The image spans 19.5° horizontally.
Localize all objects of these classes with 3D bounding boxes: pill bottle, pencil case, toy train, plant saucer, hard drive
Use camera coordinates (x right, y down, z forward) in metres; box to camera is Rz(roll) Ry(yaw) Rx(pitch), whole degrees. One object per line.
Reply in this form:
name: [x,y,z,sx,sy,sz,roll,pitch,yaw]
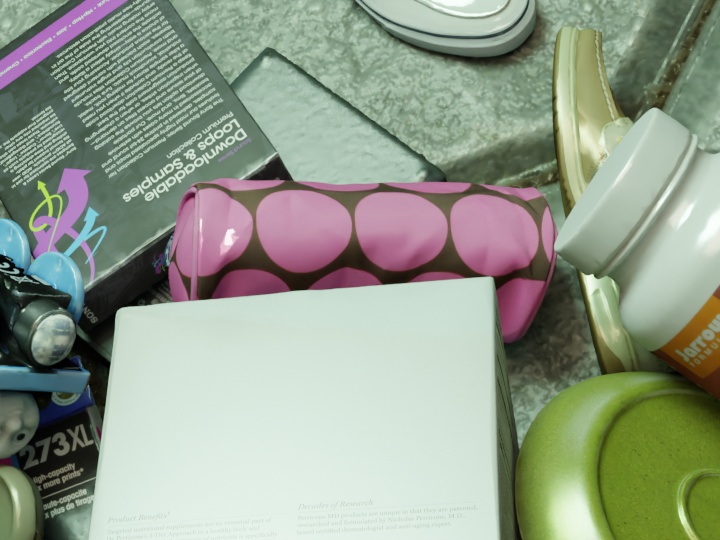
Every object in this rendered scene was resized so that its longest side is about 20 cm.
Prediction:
pill bottle: [0.197,0.013,1.003,0.200,0.112,0.112,34,74,-2]
pencil case: [0.000,0.000,1.084,0.199,0.094,0.091,1,20,-14]
toy train: [-0.222,0.026,1.105,0.200,0.087,0.115,27,106,41]
plant saucer: [0.167,0.124,0.992,0.199,0.031,0.201,17,46,-18]
hard drive: [-0.066,-0.016,1.164,0.139,0.033,0.200,37,77,24]

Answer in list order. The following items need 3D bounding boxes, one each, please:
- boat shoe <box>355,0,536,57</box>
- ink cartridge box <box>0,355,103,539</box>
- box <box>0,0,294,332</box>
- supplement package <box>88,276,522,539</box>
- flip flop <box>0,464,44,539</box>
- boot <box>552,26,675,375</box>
boat shoe: [0.011,-0.190,1.211,0.200,0.067,0.074,29,74,21]
ink cartridge box: [-0.168,0.142,1.111,0.094,0.037,0.200,-22,61,1]
box: [-0.140,-0.075,1.176,0.143,0.036,0.200,-35,50,-1]
supplement package: [-0.019,0.131,1.000,0.190,0.147,0.201,-5,50,8]
flip flop: [-0.243,0.172,1.075,0.200,0.058,0.081,-41,61,17]
boot: [0.184,-0.046,1.109,0.154,0.072,0.201,-11,71,6]
